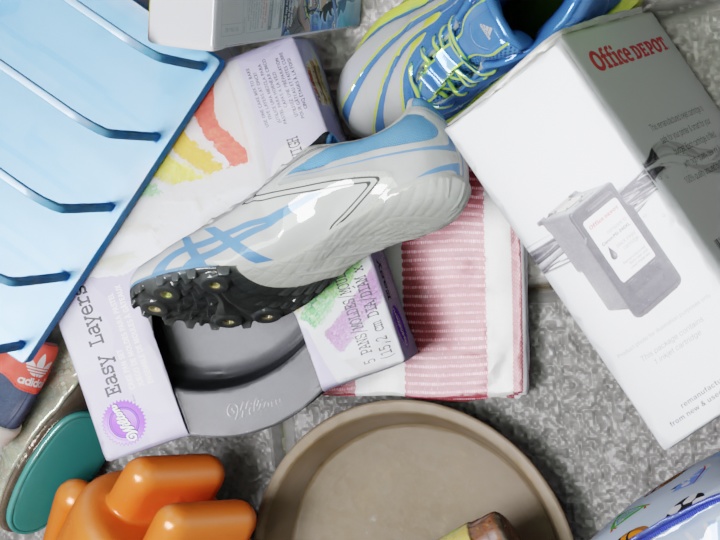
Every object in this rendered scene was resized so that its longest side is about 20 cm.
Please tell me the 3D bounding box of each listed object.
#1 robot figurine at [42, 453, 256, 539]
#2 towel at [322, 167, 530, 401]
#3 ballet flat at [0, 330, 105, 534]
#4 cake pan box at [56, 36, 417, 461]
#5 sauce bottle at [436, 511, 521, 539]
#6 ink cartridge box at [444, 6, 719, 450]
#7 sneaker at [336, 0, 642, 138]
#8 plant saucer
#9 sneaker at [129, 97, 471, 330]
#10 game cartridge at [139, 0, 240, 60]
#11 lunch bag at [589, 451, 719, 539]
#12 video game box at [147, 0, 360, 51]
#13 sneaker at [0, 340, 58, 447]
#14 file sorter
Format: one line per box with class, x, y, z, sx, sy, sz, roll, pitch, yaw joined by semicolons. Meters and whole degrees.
robot figurine;-0.133;0.195;1.506;0.144;0.117;0.200;30;118;3
towel;0.000;0.000;1.475;0.200;0.023;0.144;1;97;21
ballet flat;-0.164;0.064;1.542;0.062;0.067;0.200;47;110;37
cake pan box;-0.084;-0.008;1.451;0.184;0.052;0.200;-18;90;12
sauce bottle;0.004;0.204;1.426;0.200;0.066;0.066;-29;86;8
ink cartridge box;0.151;-0.026;1.337;0.083;0.145;0.200;-37;84;26
sneaker;0.056;-0.129;1.383;0.200;0.105;0.076;-32;85;24
plant saucer;0.034;0.169;1.483;0.200;0.029;0.200;4;101;23
sneaker;-0.034;-0.027;1.391;0.200;0.072;0.073;-24;55;16
game cartridge;-0.168;-0.104;1.523;0.200;0.040;0.133;-34;88;24
lunch bag;0.218;0.142;1.321;0.200;0.170;0.124;-34;87;23
video game box;-0.048;-0.222;1.371;0.047;0.182;0.200;9;101;25
sneaker;-0.245;0.012;1.542;0.200;0.075;0.085;45;106;28
file sorter;-0.195;-0.068;1.381;0.139;0.123;0.200;35;98;9
